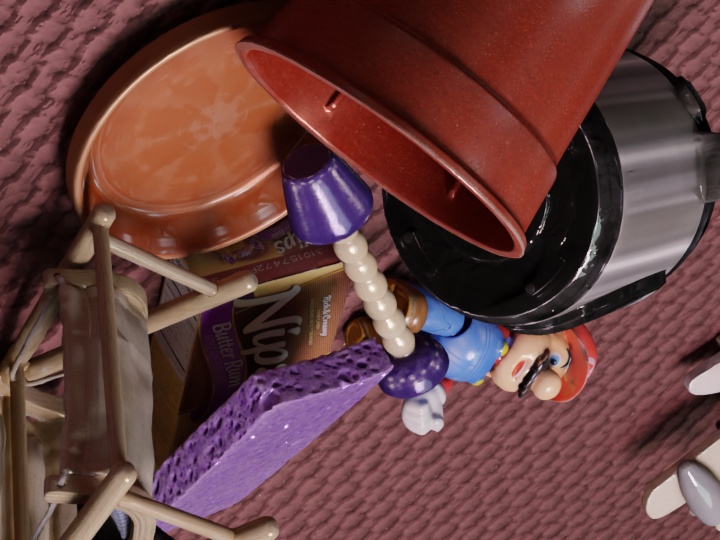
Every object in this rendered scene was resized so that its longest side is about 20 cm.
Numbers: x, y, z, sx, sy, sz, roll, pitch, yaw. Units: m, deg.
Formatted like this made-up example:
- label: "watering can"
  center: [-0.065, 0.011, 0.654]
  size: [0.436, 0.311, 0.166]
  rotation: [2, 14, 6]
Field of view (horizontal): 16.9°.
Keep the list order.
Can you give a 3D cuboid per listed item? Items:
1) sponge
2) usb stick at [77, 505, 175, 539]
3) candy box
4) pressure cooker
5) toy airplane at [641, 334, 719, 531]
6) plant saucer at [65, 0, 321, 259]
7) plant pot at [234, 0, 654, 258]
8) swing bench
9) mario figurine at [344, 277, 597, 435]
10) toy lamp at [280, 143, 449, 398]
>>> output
- label: "sponge"
  center: [-0.072, 0.112, 1.581]
  size: [0.112, 0.030, 0.200]
  rotation: [-17, 161, -43]
- label: "usb stick"
  center: [-0.170, 0.167, 1.587]
  size: [0.033, 0.200, 0.056]
  rotation: [-11, 110, -27]
- label: "candy box"
  center: [-0.081, 0.053, 1.640]
  size: [0.117, 0.056, 0.200]
  rotation: [-14, 144, -28]
- label: "pressure cooker"
  center: [0.134, -0.060, 1.551]
  size: [0.200, 0.176, 0.179]
  rotation: [-13, 143, -55]
- label: "toy airplane"
  center: [0.352, 0.135, 2.036]
  size: [0.199, 0.141, 0.200]
  rotation: [-3, 137, -37]
- label: "plant saucer"
  center: [-0.087, -0.088, 1.473]
  size: [0.200, 0.032, 0.200]
  rotation: [-22, 147, -16]
- label: "plant pot"
  center: [0.066, -0.144, 1.373]
  size: [0.195, 0.201, 0.201]
  rotation: [-54, 148, -7]
- label: "swing bench"
  center: [-0.166, 0.105, 1.467]
  size: [0.130, 0.199, 0.200]
  rotation: [26, 131, -37]
- label: "mario figurine"
  center: [0.095, 0.062, 1.750]
  size: [0.200, 0.106, 0.123]
  rotation: [8, 164, -36]
- label: "toy lamp"
  center: [0.000, 0.000, 1.552]
  size: [0.058, 0.058, 0.200]
  rotation: [-29, 130, -6]
